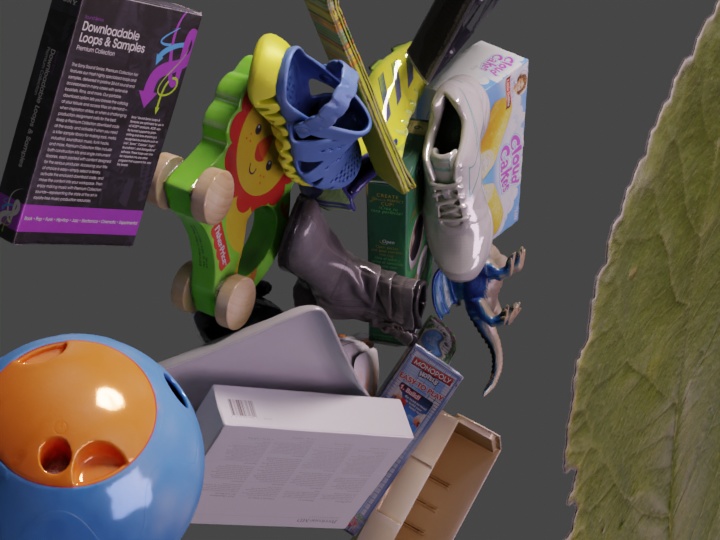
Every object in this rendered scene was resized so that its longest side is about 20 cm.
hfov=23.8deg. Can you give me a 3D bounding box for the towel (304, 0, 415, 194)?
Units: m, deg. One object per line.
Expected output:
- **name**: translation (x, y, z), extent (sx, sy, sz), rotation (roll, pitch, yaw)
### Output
- **towel**: translation (-0.004, -0.165, 1.489), extent (0.018, 0.086, 0.201), rotation (-26, 113, -7)

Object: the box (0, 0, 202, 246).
- **box**: translation (-0.204, -0.117, 1.325), extent (0.143, 0.036, 0.201), rotation (1, 112, -58)

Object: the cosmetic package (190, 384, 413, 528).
- **cosmetic package**: translation (-0.073, 0.176, 1.589), extent (0.199, 0.052, 0.151), rotation (7, 133, -31)

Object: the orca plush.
- **orca plush**: translation (-0.085, 0.082, 1.614), extent (0.105, 0.071, 0.200), rotation (-52, 147, -20)

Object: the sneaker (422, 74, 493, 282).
- **sneaker**: translation (0.085, -0.086, 1.648), extent (0.080, 0.070, 0.201), rotation (-26, 114, -70)

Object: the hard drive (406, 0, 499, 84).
- **hard drive**: translation (0.111, -0.271, 1.623), extent (0.200, 0.042, 0.135), rotation (-52, 174, -49)

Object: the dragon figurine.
- **dragon figurine**: translation (0.109, 0.019, 1.733), extent (0.059, 0.099, 0.201), rotation (-31, 127, -63)

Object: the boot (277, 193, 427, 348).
- **boot**: translation (0.000, 0.000, 1.593), extent (0.200, 0.131, 0.070), rotation (71, 39, -67)

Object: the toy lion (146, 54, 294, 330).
- **toy lion**: translation (-0.101, -0.079, 1.496), extent (0.192, 0.068, 0.201), rotation (-51, 148, -36)

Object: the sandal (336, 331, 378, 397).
- **sandal**: translation (-0.005, 0.104, 1.719), extent (0.080, 0.059, 0.207), rotation (-71, 166, 13)

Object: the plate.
- **plate**: translation (-0.102, 0.110, 1.564), extent (0.199, 0.032, 0.200), rotation (-22, 144, 4)

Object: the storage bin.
- **storage bin**: translation (0.070, 0.256, 1.899), extent (0.201, 0.093, 0.199), rotation (-60, 171, -7)

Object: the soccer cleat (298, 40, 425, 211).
- **soccer cleat**: translation (0.020, -0.133, 1.611), extent (0.200, 0.083, 0.065), rotation (-52, 147, -21)

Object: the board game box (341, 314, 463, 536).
- **board game box**: translation (0.046, 0.138, 1.742), extent (0.200, 0.062, 0.200), rotation (-57, 179, 31)

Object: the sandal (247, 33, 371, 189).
- **sandal**: translation (-0.029, -0.125, 1.463), extent (0.200, 0.087, 0.080), rotation (55, 48, -63)

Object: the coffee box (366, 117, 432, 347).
- **coffee box**: translation (0.040, -0.039, 1.712), extent (0.123, 0.044, 0.201), rotation (-67, 161, -49)

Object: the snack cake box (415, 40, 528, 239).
- **snack cake box**: translation (0.113, -0.121, 1.781), extent (0.115, 0.067, 0.201), rotation (-35, 139, -39)

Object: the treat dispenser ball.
- **treat dispenser ball**: translation (-0.221, 0.150, 1.324), extent (0.201, 0.200, 0.202), rotation (-36, 139, -39)
